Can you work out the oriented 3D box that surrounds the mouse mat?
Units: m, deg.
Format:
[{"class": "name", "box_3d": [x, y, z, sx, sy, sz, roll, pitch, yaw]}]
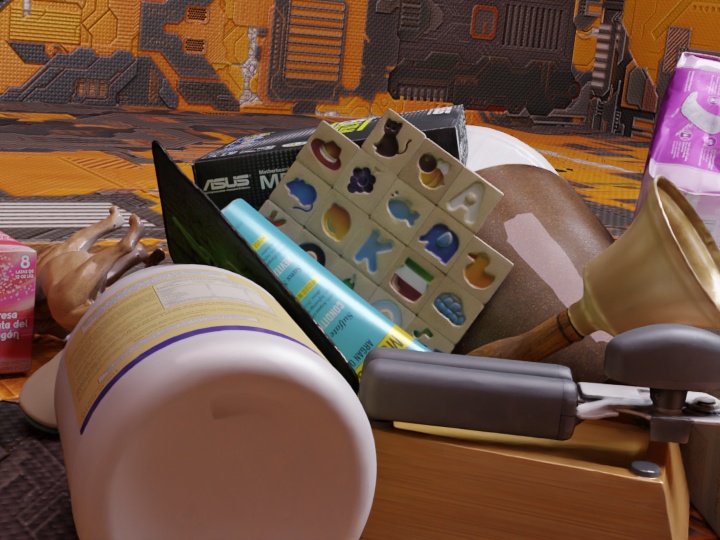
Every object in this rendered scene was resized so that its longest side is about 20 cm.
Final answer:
[{"class": "mouse mat", "box_3d": [-0.067, 0.025, 0.796, 0.008, 0.161, 0.200, -36, 69, -20]}]

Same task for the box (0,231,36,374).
[{"class": "box", "box_3d": [-0.343, 0.023, 0.913, 0.199, 0.096, 0.099, -3, 14, -36]}]

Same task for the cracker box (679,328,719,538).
[{"class": "cracker box", "box_3d": [0.245, 0.082, 0.855, 0.057, 0.135, 0.200, 5, 13, -4]}]

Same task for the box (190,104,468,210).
[{"class": "box", "box_3d": [-0.014, -0.088, 0.984, 0.191, 0.048, 0.200, -9, 10, 9]}]

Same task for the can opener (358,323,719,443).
[{"class": "can opener", "box_3d": [0.100, 0.053, 0.683, 0.198, 0.067, 0.053, 6, 11, 1]}]

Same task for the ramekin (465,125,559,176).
[{"class": "ramekin", "box_3d": [0.086, -0.019, 1.120, 0.201, 0.204, 0.094, 10, 23, 17]}]

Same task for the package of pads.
[{"class": "package of pads", "box_3d": [0.249, -0.056, 0.971, 0.075, 0.121, 0.200, 14, -27, 12]}]

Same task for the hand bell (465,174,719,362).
[{"class": "hand bell", "box_3d": [0.123, 0.036, 0.785, 0.199, 0.105, 0.104, -31, -4, 25]}]

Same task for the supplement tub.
[{"class": "supplement tub", "box_3d": [-0.085, 0.079, 0.670, 0.144, 0.147, 0.200, 2, 13, -17]}]

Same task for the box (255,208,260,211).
[{"class": "box", "box_3d": [-0.037, -0.002, 0.984, 0.118, 0.048, 0.200, 53, 35, 10]}]

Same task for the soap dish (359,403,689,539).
[{"class": "soap dish", "box_3d": [0.088, 0.119, 0.727, 0.198, 0.082, 0.157, 8, 12, 15]}]

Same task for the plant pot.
[{"class": "plant pot", "box_3d": [0.136, 0.052, 0.903, 0.185, 0.188, 0.200, 0, 28, -26]}]

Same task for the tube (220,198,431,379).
[{"class": "tube", "box_3d": [-0.024, 0.036, 0.849, 0.200, 0.078, 0.050, 42, -2, 6]}]

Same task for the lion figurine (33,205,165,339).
[{"class": "lion figurine", "box_3d": [-0.211, 0.012, 0.961, 0.122, 0.073, 0.200, -36, 12, -14]}]

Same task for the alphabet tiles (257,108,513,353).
[{"class": "alphabet tiles", "box_3d": [0.000, 0.000, 0.871, 0.166, 0.201, 0.006, 37, 5, 12]}]

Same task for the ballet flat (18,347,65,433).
[{"class": "ballet flat", "box_3d": [-0.161, 0.058, 0.901, 0.069, 0.070, 0.200, 12, 13, 24]}]
